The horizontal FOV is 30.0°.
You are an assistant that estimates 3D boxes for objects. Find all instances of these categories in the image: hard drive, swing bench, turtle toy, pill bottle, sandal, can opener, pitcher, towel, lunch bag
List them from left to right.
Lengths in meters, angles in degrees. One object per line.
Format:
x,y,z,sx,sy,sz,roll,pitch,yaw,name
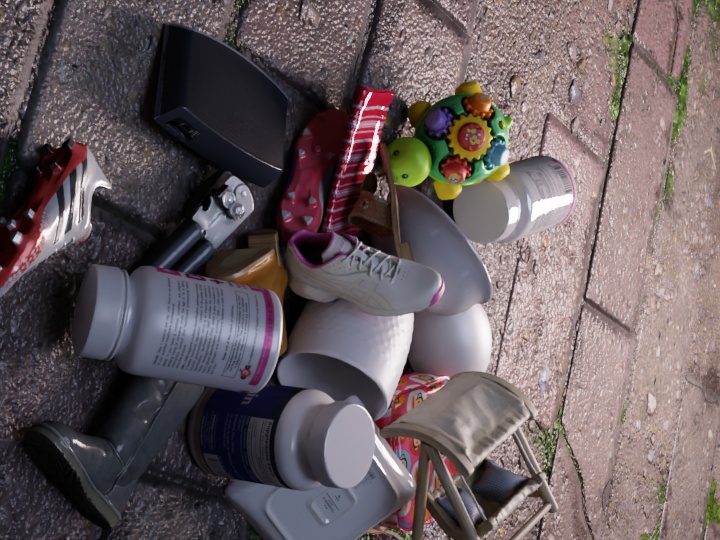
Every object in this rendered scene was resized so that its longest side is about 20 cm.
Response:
-0.191,0.058,1.402,0.199,0.113,0.114,12,82,-24,pill bottle
-0.193,-0.030,1.503,0.200,0.066,0.053,-51,127,-28,can opener
-0.153,-0.189,1.540,0.200,0.042,0.136,31,56,-50,hard drive
-0.090,0.189,1.536,0.115,0.199,0.117,-6,98,-54,pill bottle
-0.004,-0.134,1.703,0.145,0.022,0.201,-17,122,-75,towel
0.019,-0.063,1.687,0.078,0.069,0.213,76,1,-66,sandal
0.059,0.244,1.793,0.176,0.082,0.201,-11,102,-52,lunch bag
0.122,-0.173,1.855,0.199,0.101,0.146,-23,95,-8,turtle toy
0.132,0.116,1.925,0.172,0.120,0.201,-65,154,-57,pitcher
0.142,0.253,1.715,0.199,0.129,0.201,-30,112,-53,swing bench
0.230,-0.104,2.016,0.200,0.113,0.114,-18,107,-52,pill bottle

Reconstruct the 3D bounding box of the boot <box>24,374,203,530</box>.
-0.251,0.150,1.421,0.200,0.072,0.182,-55,147,-27,boot

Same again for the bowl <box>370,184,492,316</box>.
0.076,-0.008,1.786,0.090,0.201,0.202,-41,128,-14,bowl

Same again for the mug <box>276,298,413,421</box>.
-0.009,0.094,1.709,0.200,0.147,0.176,96,14,-53,mug

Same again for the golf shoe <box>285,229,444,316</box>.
0.000,0.000,1.594,0.092,0.199,0.076,76,26,-51,golf shoe

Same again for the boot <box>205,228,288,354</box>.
-0.121,0.041,1.552,0.201,0.070,0.145,-51,136,-72,boot

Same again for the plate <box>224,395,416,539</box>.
-0.039,0.278,1.663,0.200,0.032,0.200,-36,126,-6,plate

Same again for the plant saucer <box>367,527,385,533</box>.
0.026,0.260,1.844,0.200,0.032,0.202,-4,95,-54,plant saucer

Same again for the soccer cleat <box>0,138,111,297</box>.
-0.311,-0.039,1.328,0.085,0.068,0.201,51,49,-38,soccer cleat

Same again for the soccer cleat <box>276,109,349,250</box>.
-0.059,-0.114,1.685,0.077,0.066,0.201,103,4,-59,soccer cleat
